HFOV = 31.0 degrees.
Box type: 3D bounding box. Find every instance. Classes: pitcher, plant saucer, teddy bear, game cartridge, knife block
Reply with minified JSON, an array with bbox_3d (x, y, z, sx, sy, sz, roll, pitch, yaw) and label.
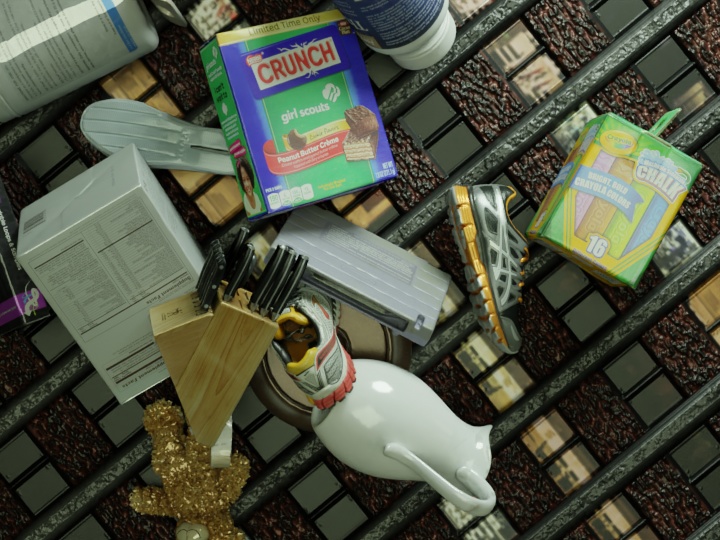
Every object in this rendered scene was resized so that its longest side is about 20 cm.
[{"bbox_3d":[0.053,0.186,1.408,0.199,0.172,0.122,27,103,-14],"label":"pitcher"},{"bbox_3d":[-0.039,0.089,1.495,0.198,0.032,0.202,0,92,-1],"label":"plant saucer"},{"bbox_3d":[-0.193,0.240,1.479,0.144,0.067,0.202,7,91,2],"label":"teddy bear"},{"bbox_3d":[0.000,0.000,1.448,0.199,0.130,0.039,28,118,-1],"label":"game cartridge"},{"bbox_3d":[-0.120,0.062,1.337,0.174,0.064,0.201,-19,117,-4],"label":"knife block"}]

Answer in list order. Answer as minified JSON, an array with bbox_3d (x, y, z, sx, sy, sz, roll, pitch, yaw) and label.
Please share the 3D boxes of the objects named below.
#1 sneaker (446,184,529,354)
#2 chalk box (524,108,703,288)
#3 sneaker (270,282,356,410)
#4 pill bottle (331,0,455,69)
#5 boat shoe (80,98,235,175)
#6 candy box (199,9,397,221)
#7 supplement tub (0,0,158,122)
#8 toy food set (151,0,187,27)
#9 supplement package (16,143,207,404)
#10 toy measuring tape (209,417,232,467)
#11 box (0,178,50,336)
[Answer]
[{"bbox_3d":[0.158,-0.005,1.473,0.077,0.078,0.202,-14,92,-9],"label":"sneaker"},{"bbox_3d":[0.290,-0.097,1.446,0.123,0.124,0.201,29,90,-1],"label":"chalk box"},{"bbox_3d":[-0.063,0.053,1.401,0.078,0.200,0.082,-35,133,9],"label":"sneaker"},{"bbox_3d":[0.028,-0.304,1.399,0.110,0.200,0.112,-12,60,23],"label":"pill bottle"},{"bbox_3d":[-0.218,-0.141,1.473,0.199,0.062,0.073,15,81,-1],"label":"boat shoe"},{"bbox_3d":[-0.068,-0.174,1.437,0.168,0.077,0.201,-18,91,-26],"label":"candy box"},{"bbox_3d":[-0.337,-0.264,1.437,0.199,0.132,0.133,-26,91,0],"label":"supplement tub"},{"bbox_3d":[-0.202,-0.380,1.429,0.060,0.144,0.202,3,91,0],"label":"toy food set"},{"bbox_3d":[-0.251,0.001,1.401,0.150,0.152,0.201,-30,115,1],"label":"supplement package"},{"bbox_3d":[-0.160,0.133,1.457,0.073,0.074,0.201,-3,63,0],"label":"toy measuring tape"},{"bbox_3d":[-0.407,-0.032,1.438,0.036,0.143,0.201,-21,92,-28],"label":"box"}]
